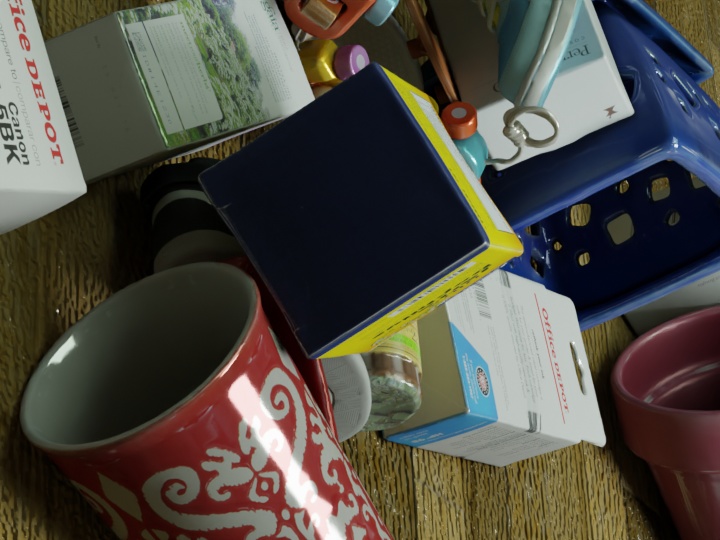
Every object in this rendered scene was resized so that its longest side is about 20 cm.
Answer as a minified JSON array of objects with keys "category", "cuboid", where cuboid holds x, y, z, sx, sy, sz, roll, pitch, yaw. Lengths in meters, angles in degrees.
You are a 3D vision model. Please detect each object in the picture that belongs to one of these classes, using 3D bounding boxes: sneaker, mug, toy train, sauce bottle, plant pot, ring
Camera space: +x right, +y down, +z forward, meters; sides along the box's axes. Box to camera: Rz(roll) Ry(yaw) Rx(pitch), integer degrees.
[{"category":"sneaker","cuboid":[0.075,-0.190,1.554,0.131,0.080,0.200,15,52,-4]},{"category":"mug","cuboid":[-0.050,0.099,1.257,0.178,0.133,0.200,-46,122,-23]},{"category":"toy train","cuboid":[0.014,-0.107,1.468,0.200,0.150,0.056,39,52,-15]},{"category":"sneaker","cuboid":[-0.012,-0.196,1.631,0.200,0.071,0.099,51,34,-26]},{"category":"sneaker","cuboid":[-0.056,0.008,1.401,0.200,0.073,0.112,54,16,-45]},{"category":"sauce bottle","cuboid":[0.000,0.000,1.521,0.065,0.065,0.200,38,37,-47]},{"category":"plant pot","cuboid":[0.304,0.142,1.880,0.200,0.200,0.179,-54,136,-60]},{"category":"plant pot","cuboid":[0.160,-0.088,1.751,0.200,0.200,0.180,30,40,-52]},{"category":"ring","cuboid":[0.028,-0.194,1.630,0.200,0.019,0.200,-20,90,-82]}]

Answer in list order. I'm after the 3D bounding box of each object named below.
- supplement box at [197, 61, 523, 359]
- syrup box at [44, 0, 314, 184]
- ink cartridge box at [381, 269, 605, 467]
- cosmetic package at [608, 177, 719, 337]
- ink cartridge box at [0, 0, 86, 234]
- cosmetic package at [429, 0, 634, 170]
[{"category":"supplement box","cuboid":[0.005,-0.028,1.292,0.109,0.110,0.200,58,7,6]},{"category":"syrup box","cuboid":[-0.108,-0.104,1.368,0.200,0.081,0.079,-26,96,-66]},{"category":"ink cartridge box","cuboid":[0.081,0.063,1.626,0.200,0.067,0.116,20,54,-57]},{"category":"cosmetic package","cuboid":[0.285,0.029,1.995,0.200,0.113,0.081,55,29,-29]},{"category":"ink cartridge box","cuboid":[-0.228,-0.091,1.126,0.200,0.083,0.147,-1,72,-62]},{"category":"cosmetic package","cuboid":[0.103,-0.176,1.657,0.071,0.101,0.200,56,14,-52]}]
